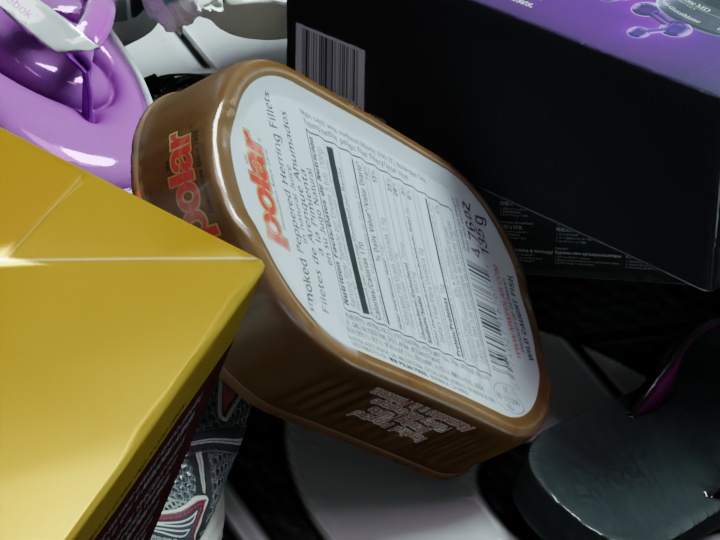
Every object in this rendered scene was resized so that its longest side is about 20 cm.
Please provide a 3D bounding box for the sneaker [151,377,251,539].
[{"bbox_3d":[-0.068,0.025,0.773,0.080,0.075,0.200,19,33,-7],"label":"sneaker"}]

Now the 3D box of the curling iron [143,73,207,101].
[{"bbox_3d":[-0.099,-0.018,0.864,0.049,0.026,0.200,7,33,19],"label":"curling iron"}]

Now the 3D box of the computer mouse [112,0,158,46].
[{"bbox_3d":[-0.174,-0.110,0.928,0.199,0.044,0.110,11,43,-19],"label":"computer mouse"}]

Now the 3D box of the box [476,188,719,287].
[{"bbox_3d":[0.086,-0.056,0.958,0.199,0.050,0.160,4,30,6],"label":"box"}]

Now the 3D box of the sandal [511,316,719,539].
[{"bbox_3d":[0.129,0.053,0.882,0.075,0.048,0.200,38,32,17],"label":"sandal"}]

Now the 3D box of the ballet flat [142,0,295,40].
[{"bbox_3d":[-0.023,-0.121,0.955,0.072,0.072,0.200,41,32,26],"label":"ballet flat"}]

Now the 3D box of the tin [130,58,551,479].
[{"bbox_3d":[0.000,0.000,0.798,0.200,0.042,0.112,26,42,-53],"label":"tin"}]

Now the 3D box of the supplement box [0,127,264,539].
[{"bbox_3d":[-0.140,0.089,0.513,0.132,0.200,0.197,26,32,4],"label":"supplement box"}]

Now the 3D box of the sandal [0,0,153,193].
[{"bbox_3d":[-0.122,-0.105,0.879,0.082,0.050,0.203,-1,48,-29],"label":"sandal"}]

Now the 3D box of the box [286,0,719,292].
[{"bbox_3d":[0.091,-0.085,0.889,0.200,0.079,0.141,26,38,35],"label":"box"}]
